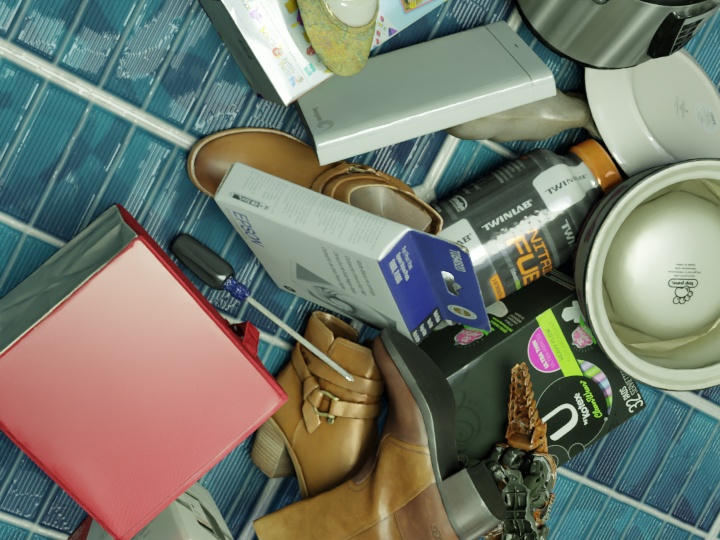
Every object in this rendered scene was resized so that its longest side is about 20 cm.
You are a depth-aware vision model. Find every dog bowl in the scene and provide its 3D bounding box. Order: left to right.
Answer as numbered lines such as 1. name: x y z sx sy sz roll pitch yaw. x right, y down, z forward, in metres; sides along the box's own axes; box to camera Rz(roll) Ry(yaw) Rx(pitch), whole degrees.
1. dog bowl: 0.273 -0.002 1.006 0.200 0.074 0.200 -3 103 -11

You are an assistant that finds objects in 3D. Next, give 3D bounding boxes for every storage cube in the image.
1. storage cube: -0.195 0.075 0.956 0.200 0.171 0.180 -42 111 -5

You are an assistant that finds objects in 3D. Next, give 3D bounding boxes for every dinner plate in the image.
1. dinner plate: 0.289 -0.147 1.086 0.200 0.024 0.200 16 62 -31

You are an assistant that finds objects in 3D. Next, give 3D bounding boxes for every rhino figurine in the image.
1. rhino figurine: 0.151 -0.147 1.064 0.200 0.087 0.060 -2 107 -26

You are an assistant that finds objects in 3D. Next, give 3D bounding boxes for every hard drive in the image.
1. hard drive: 0.047 -0.154 0.987 0.200 0.132 0.027 -17 124 -4

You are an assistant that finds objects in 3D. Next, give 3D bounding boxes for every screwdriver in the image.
1. screwdriver: -0.084 0.032 1.003 0.200 0.029 0.028 35 65 15

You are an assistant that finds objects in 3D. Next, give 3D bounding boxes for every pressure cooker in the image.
1. pressure cooker: 0.230 -0.279 0.977 0.178 0.200 0.176 1 73 -13

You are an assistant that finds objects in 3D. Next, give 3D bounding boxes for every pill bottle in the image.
1. pill bottle: 0.140 -0.042 1.062 0.200 0.106 0.106 -30 111 -1

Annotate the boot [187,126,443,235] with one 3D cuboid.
1. boot: -0.037 -0.070 0.982 0.200 0.155 0.074 8 100 -20

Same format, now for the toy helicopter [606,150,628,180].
1. toy helicopter: 0.260 -0.092 1.136 0.132 0.079 0.200 22 84 -13

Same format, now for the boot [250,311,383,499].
1. boot: -0.004 0.141 1.021 0.074 0.200 0.155 1 116 -59

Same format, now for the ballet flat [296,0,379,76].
1. ballet flat: -0.018 -0.246 0.880 0.071 0.071 0.200 -15 104 -15

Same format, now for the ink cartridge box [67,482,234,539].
1. ink cartridge box: -0.181 0.260 0.987 0.083 0.200 0.147 42 88 -23

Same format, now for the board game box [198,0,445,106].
1. board game box: -0.019 -0.237 0.977 0.200 0.103 0.105 -34 110 -8

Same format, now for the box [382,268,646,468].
1. box: 0.135 0.107 1.099 0.200 0.124 0.149 -32 111 -9

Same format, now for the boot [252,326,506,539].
1. boot: -0.003 0.169 0.963 0.200 0.068 0.188 -33 77 21

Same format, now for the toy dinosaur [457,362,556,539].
1. toy dinosaur: 0.125 0.184 1.006 0.136 0.102 0.200 -16 90 -57

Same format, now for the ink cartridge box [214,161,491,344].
1. ink cartridge box: 0.000 0.000 0.949 0.200 0.200 0.041 20 74 20
